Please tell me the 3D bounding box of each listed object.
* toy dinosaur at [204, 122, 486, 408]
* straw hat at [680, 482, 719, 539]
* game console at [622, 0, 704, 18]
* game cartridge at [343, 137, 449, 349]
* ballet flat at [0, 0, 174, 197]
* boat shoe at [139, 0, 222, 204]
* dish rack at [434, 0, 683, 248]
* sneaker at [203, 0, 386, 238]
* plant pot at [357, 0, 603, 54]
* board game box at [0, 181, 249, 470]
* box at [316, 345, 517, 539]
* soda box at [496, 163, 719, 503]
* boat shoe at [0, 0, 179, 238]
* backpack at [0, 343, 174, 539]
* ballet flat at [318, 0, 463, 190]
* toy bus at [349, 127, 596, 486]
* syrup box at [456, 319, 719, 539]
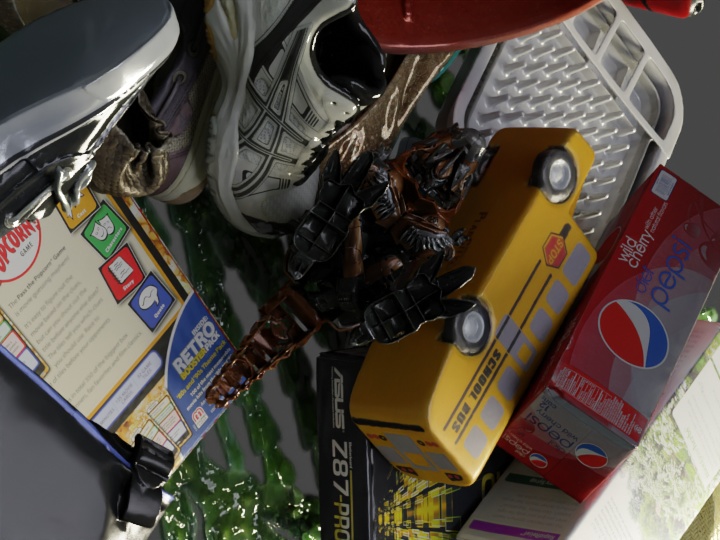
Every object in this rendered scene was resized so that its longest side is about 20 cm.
[{"bbox_3d":[0.000,0.000,1.242,0.102,0.136,0.201,26,82,-10],"label":"toy dinosaur"},{"bbox_3d":[0.217,0.160,1.533,0.200,0.085,0.203,-5,97,-43],"label":"straw hat"},{"bbox_3d":[0.206,-0.278,1.473,0.118,0.172,0.202,-17,106,-14],"label":"game console"},{"bbox_3d":[0.052,0.034,1.402,0.133,0.041,0.202,21,79,-46],"label":"game cartridge"},{"bbox_3d":[-0.143,-0.118,1.126,0.067,0.046,0.201,-49,128,-35],"label":"ballet flat"},{"bbox_3d":[-0.099,-0.138,1.222,0.065,0.072,0.202,10,92,-48],"label":"boat shoe"},{"bbox_3d":[0.118,-0.092,1.420,0.172,0.043,0.201,49,48,-28],"label":"dish rack"},{"bbox_3d":[-0.030,-0.086,1.195,0.201,0.087,0.076,88,25,-46],"label":"sneaker"},{"bbox_3d":[0.046,-0.250,1.253,0.200,0.200,0.197,9,64,-43],"label":"plant pot"},{"bbox_3d":[-0.159,0.034,1.193,0.152,0.046,0.201,-50,124,-29],"label":"board game box"},{"bbox_3d":[0.059,0.119,1.359,0.199,0.049,0.163,-5,99,-44],"label":"box"},{"bbox_3d":[0.149,0.034,1.323,0.063,0.070,0.200,35,48,-2],"label":"soda box"},{"bbox_3d":[-0.160,-0.052,1.074,0.199,0.073,0.068,-43,134,-19],"label":"boat shoe"},{"bbox_3d":[-0.210,0.106,1.043,0.183,0.200,0.148,40,66,-21],"label":"backpack"},{"bbox_3d":[0.009,-0.118,1.326,0.065,0.070,0.201,45,62,-33],"label":"ballet flat"},{"bbox_3d":[0.071,0.015,1.286,0.078,0.065,0.201,48,61,-33],"label":"toy bus"},{"bbox_3d":[0.149,0.121,1.358,0.200,0.081,0.079,-49,125,-31],"label":"syrup box"}]
